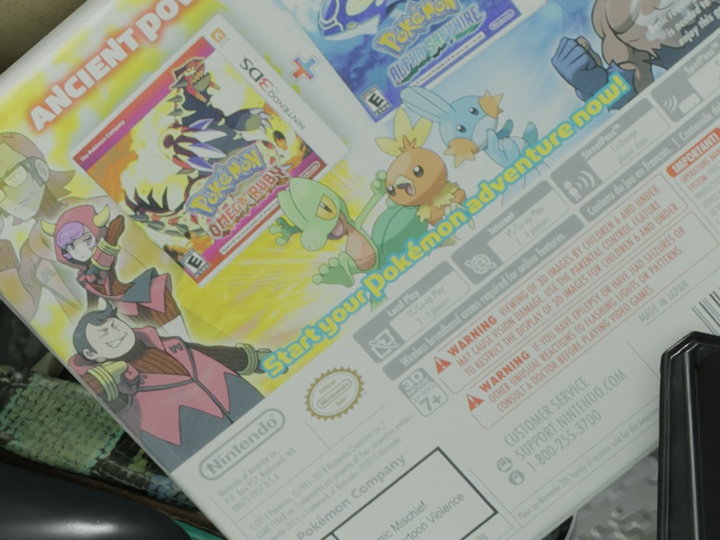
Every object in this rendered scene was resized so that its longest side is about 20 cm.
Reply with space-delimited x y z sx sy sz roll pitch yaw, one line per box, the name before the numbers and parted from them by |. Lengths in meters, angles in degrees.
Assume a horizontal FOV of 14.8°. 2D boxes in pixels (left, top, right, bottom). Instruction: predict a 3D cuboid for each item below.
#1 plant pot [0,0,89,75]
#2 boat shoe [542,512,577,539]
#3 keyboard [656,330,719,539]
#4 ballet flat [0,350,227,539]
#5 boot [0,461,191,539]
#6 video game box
plant pot | -0.114 -0.126 0.773 0.200 0.200 0.134 37 105 8
boat shoe | -0.002 0.002 0.798 0.074 0.068 0.199 -26 82 2
keyboard | 0.156 0.093 0.719 0.200 0.021 0.127 15 63 -31
ballet flat | -0.105 0.040 0.812 0.200 0.074 0.074 18 85 6
boot | -0.136 0.025 0.734 0.200 0.076 0.168 -5 71 11
video game box | 0.015 -0.022 0.714 0.200 0.047 0.182 -39 106 9
